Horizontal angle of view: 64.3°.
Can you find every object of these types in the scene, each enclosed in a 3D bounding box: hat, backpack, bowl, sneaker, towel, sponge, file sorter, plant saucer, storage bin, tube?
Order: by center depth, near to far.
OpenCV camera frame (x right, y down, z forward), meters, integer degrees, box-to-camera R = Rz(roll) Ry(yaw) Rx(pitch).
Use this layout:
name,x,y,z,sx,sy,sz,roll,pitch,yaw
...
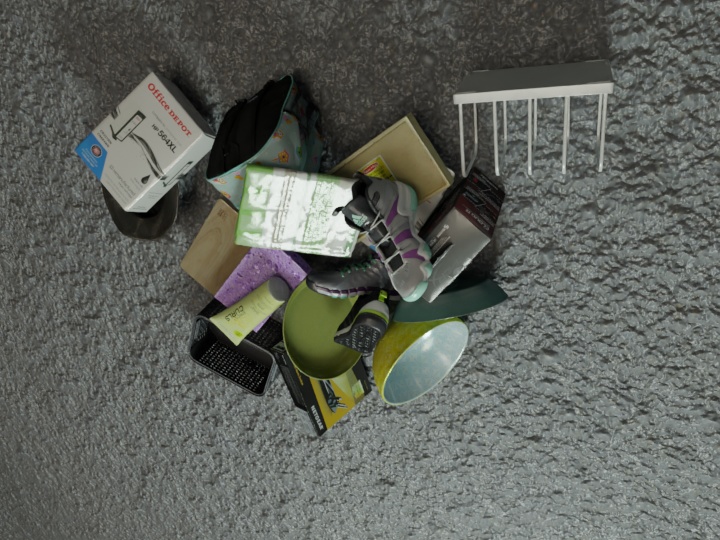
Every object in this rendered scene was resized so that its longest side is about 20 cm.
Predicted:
name,x,y,z,sx,sy,sz,roll,pitch,yaw
file sorter,0.244,-0.211,0.808,0.196,0.139,0.127,2,121,21
sneaker,0.021,-0.055,0.810,0.138,0.203,0.078,16,137,-32
towel,-0.090,-0.093,0.896,0.196,0.031,0.151,7,129,-18
backpack,-0.157,-0.192,0.939,0.173,0.202,0.154,-18,127,27
plant saucer,0.145,0.044,0.959,0.197,0.199,0.037,-10,95,25
sneaker,0.011,0.087,1.009,0.071,0.084,0.200,24,155,-12
sneaker,0.000,0.000,1.039,0.196,0.075,0.089,4,112,-17
bowl,0.091,0.136,1.055,0.108,0.198,0.203,46,132,35
plant saucer,-0.068,0.103,1.084,0.031,0.199,0.202,-1,121,52
tube,-0.209,0.080,1.084,0.199,0.051,0.059,-34,64,37
sponge,-0.188,0.023,1.088,0.111,0.030,0.200,42,123,-4
hat,-0.417,-0.163,1.131,0.197,0.081,0.205,4,102,17
storage bin,-0.260,0.161,1.237,0.197,0.094,0.137,27,124,7

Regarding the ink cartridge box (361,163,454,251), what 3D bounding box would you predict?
name,x,y,z,sx,sy,sz,roll,pitch,yaw
ink cartridge box,0.070,-0.125,0.965,0.115,0.067,0.201,35,124,2

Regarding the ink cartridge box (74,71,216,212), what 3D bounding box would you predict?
name,x,y,z,sx,sy,sz,roll,pitch,yaw
ink cartridge box,-0.377,-0.226,1.022,0.200,0.084,0.146,-42,90,7

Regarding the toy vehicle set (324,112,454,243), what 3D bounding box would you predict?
name,x,y,z,sx,sy,sz,roll,pitch,yaw
toy vehicle set,0.034,-0.142,0.914,0.198,0.027,0.125,-29,102,32

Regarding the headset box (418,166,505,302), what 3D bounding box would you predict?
name,x,y,z,sx,sy,sz,roll,pitch,yaw
headset box,0.142,-0.055,0.894,0.075,0.201,0.149,38,125,-2

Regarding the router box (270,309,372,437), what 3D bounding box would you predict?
name,x,y,z,sx,sy,sz,roll,pitch,yaw
router box,-0.073,0.200,1.143,0.052,0.156,0.203,8,125,49

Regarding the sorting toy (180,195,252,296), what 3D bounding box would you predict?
name,x,y,z,sx,sy,sz,roll,pitch,yaw
sorting toy,-0.229,-0.023,1.139,0.198,0.070,0.200,40,124,-3
